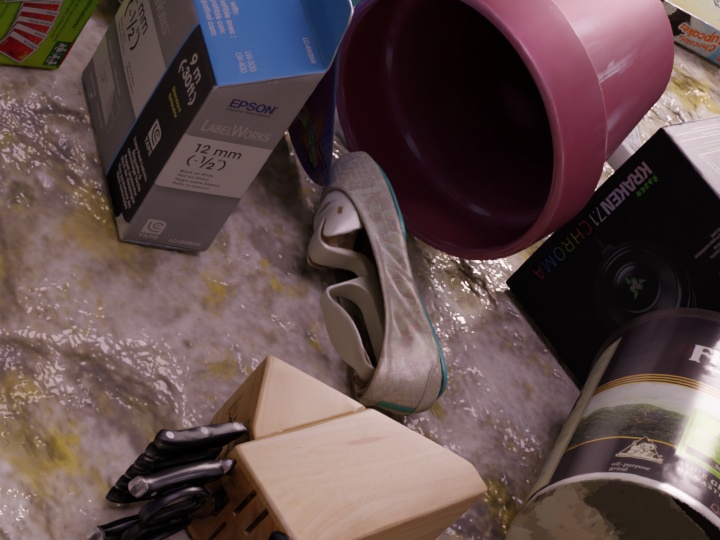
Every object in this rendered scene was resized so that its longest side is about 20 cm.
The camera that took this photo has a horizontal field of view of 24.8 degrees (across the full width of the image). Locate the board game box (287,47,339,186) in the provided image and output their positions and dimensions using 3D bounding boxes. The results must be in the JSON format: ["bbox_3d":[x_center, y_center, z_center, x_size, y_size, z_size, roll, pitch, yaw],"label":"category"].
[{"bbox_3d":[-0.056,-0.152,1.051,0.039,0.200,0.158,-9,45,-15],"label":"board game box"}]

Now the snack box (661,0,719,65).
[{"bbox_3d":[0.300,-0.282,1.634,0.200,0.037,0.116,23,40,-25],"label":"snack box"}]

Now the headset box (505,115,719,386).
[{"bbox_3d":[0.230,0.028,1.120,0.093,0.174,0.200,-15,64,-51],"label":"headset box"}]

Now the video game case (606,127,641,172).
[{"bbox_3d":[0.168,-0.177,1.341,0.182,0.023,0.200,47,22,-21],"label":"video game case"}]

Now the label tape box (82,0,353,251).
[{"bbox_3d":[-0.088,-0.129,0.959,0.066,0.200,0.143,7,48,-31],"label":"label tape box"}]

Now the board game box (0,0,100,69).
[{"bbox_3d":[-0.182,-0.205,0.951,0.101,0.200,0.048,-1,53,-44],"label":"board game box"}]

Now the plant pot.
[{"bbox_3d":[0.111,-0.132,1.117,0.179,0.200,0.200,-32,76,-37],"label":"plant pot"}]

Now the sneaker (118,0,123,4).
[{"bbox_3d":[-0.094,-0.202,1.140,0.200,0.074,0.118,5,42,-28],"label":"sneaker"}]

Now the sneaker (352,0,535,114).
[{"bbox_3d":[0.052,-0.140,1.229,0.200,0.070,0.093,44,42,7],"label":"sneaker"}]

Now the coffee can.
[{"bbox_3d":[0.182,0.133,0.986,0.146,0.146,0.200,41,35,-1],"label":"coffee can"}]

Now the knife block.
[{"bbox_3d":[-0.035,0.139,0.844,0.200,0.064,0.176,30,37,-17],"label":"knife block"}]

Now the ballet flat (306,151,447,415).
[{"bbox_3d":[0.000,0.000,1.027,0.062,0.067,0.200,3,49,-29],"label":"ballet flat"}]
